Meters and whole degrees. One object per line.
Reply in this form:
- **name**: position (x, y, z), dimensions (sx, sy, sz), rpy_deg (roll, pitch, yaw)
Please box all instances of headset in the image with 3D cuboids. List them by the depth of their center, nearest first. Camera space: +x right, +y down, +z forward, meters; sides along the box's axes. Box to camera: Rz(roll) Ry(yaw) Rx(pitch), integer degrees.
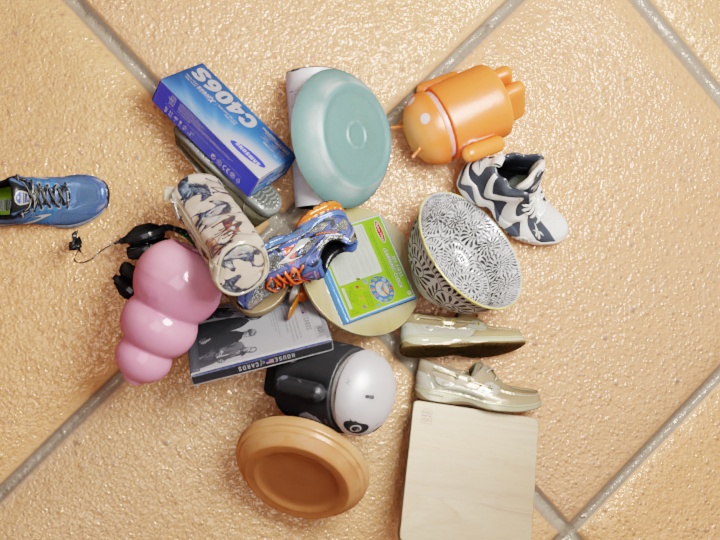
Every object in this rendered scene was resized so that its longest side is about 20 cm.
- **headset**: position (-0.322, -0.014, 1.218), dimensions (0.198, 0.094, 0.125), rpy_deg (14, 90, -23)

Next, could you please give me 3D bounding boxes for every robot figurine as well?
- **robot figurine**: position (-0.044, 0.164, 1.191), dimensions (0.150, 0.198, 0.126), rpy_deg (-47, 133, -40)
- **robot figurine**: position (0.149, -0.230, 1.245), dimensions (0.198, 0.117, 0.145), rpy_deg (-25, 94, -7)

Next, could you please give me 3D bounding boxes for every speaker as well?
- **speaker**: position (-0.066, -0.192, 1.236), dimensions (0.080, 0.081, 0.203), rpy_deg (-5, 90, -7)

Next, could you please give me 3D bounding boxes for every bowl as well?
- **bowl**: position (0.136, -0.008, 1.240), dimensions (0.199, 0.094, 0.203), rpy_deg (24, 45, -27)

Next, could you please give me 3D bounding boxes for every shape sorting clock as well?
- **shape sorting clock**: position (0.000, 0.000, 1.232), dimensions (0.198, 0.039, 0.203), rpy_deg (9, 67, -22)

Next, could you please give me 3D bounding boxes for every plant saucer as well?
- **plant saucer**: position (-0.087, 0.290, 1.192), dimensions (0.197, 0.038, 0.202), rpy_deg (9, 128, 11)
- **plant saucer**: position (-0.015, -0.193, 1.207), dimensions (0.199, 0.036, 0.203), rpy_deg (3, 85, -47)

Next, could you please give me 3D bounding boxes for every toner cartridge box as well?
- **toner cartridge box**: position (-0.194, -0.203, 1.195), dimensions (0.200, 0.043, 0.095), rpy_deg (44, 42, 4)

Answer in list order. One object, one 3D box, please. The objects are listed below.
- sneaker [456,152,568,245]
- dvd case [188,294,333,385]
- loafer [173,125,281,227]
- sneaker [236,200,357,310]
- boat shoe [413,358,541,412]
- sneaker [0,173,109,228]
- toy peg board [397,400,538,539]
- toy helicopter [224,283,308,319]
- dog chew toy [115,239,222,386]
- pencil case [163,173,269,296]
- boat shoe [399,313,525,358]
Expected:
- **sneaker**: position (0.252, -0.110, 1.241), dimensions (0.198, 0.129, 0.080), rpy_deg (37, 70, -12)
- **dvd case**: position (-0.148, 0.087, 1.196), dimensions (0.197, 0.151, 0.025), rpy_deg (-13, 123, -7)
- **loafer**: position (-0.204, -0.136, 1.218), dimensions (0.200, 0.075, 0.070), rpy_deg (46, 129, 9)
- **sneaker**: position (-0.086, -0.013, 1.140), dimensions (0.199, 0.076, 0.078), rpy_deg (-40, 67, -10)
- **boat shoe**: position (0.182, 0.173, 1.275), dimensions (0.197, 0.072, 0.066), rpy_deg (8, 90, -2)
- **sneaker**: position (-0.455, -0.095, 1.179), dimensions (0.197, 0.089, 0.080), rpy_deg (-8, 92, -8)
- **toy peg board**: position (0.154, 0.316, 1.271), dimensions (0.197, 0.098, 0.202), rpy_deg (10, 73, -8)
- **toy helicopter**: position (-0.108, -0.010, 1.227), dimensions (0.132, 0.079, 0.200), rpy_deg (40, 69, 15)
- **dog chew toy**: position (-0.270, 0.062, 1.142), dimensions (0.123, 0.125, 0.202), rpy_deg (26, 92, -7)
- **pencil case**: position (-0.189, -0.050, 1.100), dimensions (0.088, 0.200, 0.079), rpy_deg (-10, 129, -27)
- **boat shoe**: position (0.154, 0.092, 1.270), dimensions (0.197, 0.074, 0.067), rpy_deg (2, 65, -14)
